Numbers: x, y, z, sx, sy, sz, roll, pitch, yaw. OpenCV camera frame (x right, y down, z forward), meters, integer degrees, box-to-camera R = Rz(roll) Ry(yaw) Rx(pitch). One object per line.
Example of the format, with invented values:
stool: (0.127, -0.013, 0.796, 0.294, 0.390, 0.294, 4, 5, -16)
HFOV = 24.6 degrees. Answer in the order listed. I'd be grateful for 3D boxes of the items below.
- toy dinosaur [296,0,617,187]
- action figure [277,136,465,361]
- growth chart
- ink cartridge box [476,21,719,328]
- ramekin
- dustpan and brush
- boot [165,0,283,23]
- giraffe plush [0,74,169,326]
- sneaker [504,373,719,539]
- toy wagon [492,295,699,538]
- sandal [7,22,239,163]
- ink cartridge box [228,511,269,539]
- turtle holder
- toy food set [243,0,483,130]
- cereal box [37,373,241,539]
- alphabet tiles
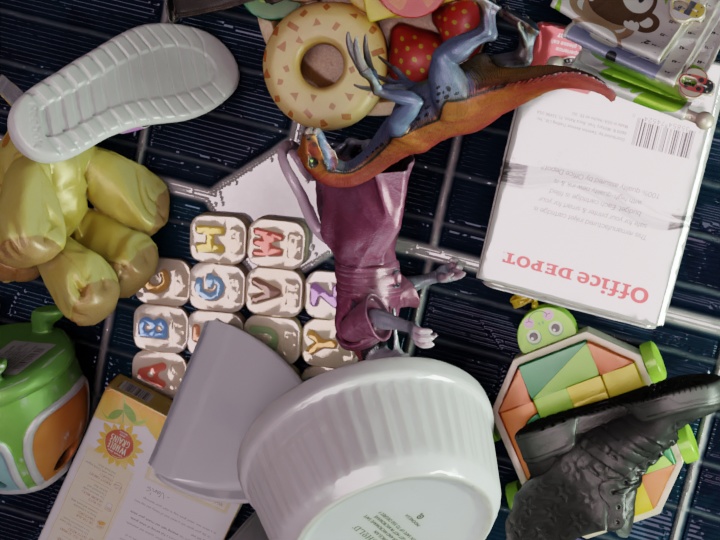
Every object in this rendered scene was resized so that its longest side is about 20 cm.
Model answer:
toy dinosaur: (0.043, -0.114, 1.162, 0.200, 0.105, 0.182, 45, 109, 34)
action figure: (0.000, 0.000, 1.269, 0.148, 0.134, 0.201, 3, 97, 13)
growth chart: (0.211, -0.202, 1.192, 0.144, 0.018, 0.201, 18, 67, 12)
ink cartridge box: (0.183, -0.074, 1.242, 0.146, 0.083, 0.201, 15, 101, 10)
ramekin: (0.014, 0.163, 1.240, 0.202, 0.202, 0.095, -32, 48, 15)
dustpan and brush: (-0.057, 0.139, 1.326, 0.199, 0.057, 0.140, 22, 71, -3)
boot: (-0.083, -0.287, 1.235, 0.199, 0.069, 0.175, -16, 103, 25)
giraffe plush: (-0.276, -0.044, 1.323, 0.162, 0.173, 0.201, -23, 105, 36)
sneaker: (0.194, 0.152, 1.251, 0.199, 0.060, 0.105, -18, 93, 20)
toy wagon: (0.168, 0.108, 1.298, 0.155, 0.040, 0.201, -22, 94, 14)
sandal: (-0.189, -0.139, 1.285, 0.050, 0.202, 0.083, -28, 85, 58)
ink cartridge box: (-0.064, 0.324, 1.330, 0.145, 0.145, 0.201, 20, 104, 8)
turtle holder: (-0.311, 0.114, 1.354, 0.184, 0.141, 0.132, -12, 113, 6)
toy food set: (0.005, -0.218, 1.275, 0.199, 0.049, 0.199, -13, 96, 14)
cereal box: (-0.182, 0.206, 1.379, 0.143, 0.040, 0.201, 27, 108, 1)
alphabet tiles: (-0.095, 0.054, 1.359, 0.194, 0.015, 0.201, 6, 101, 11)
